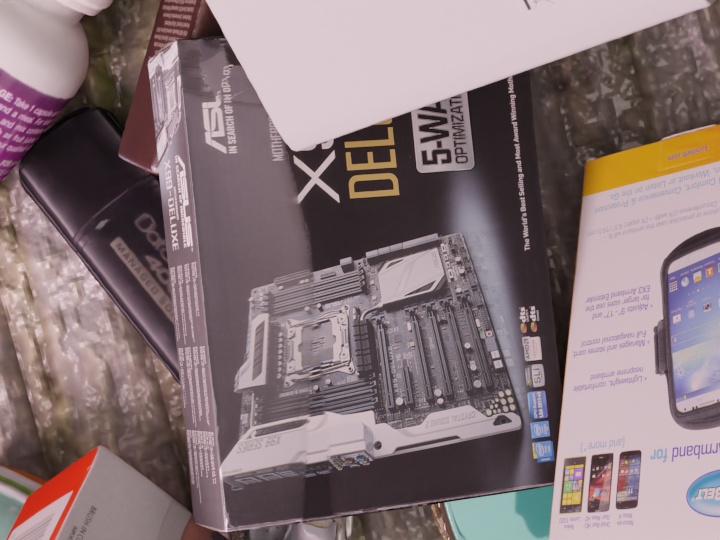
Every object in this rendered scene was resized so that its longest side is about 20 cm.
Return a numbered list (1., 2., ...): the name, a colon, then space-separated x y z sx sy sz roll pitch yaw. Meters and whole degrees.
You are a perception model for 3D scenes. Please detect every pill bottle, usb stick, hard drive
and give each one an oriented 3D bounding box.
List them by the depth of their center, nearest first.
1. hard drive: 0.017 -0.126 0.620 0.200 0.026 0.132 -15 110 45
2. pill bottle: -0.193 -0.088 0.785 0.112 0.112 0.200 43 102 -1
3. usb stick: -0.086 0.006 0.807 0.055 0.033 0.200 -39 72 -6

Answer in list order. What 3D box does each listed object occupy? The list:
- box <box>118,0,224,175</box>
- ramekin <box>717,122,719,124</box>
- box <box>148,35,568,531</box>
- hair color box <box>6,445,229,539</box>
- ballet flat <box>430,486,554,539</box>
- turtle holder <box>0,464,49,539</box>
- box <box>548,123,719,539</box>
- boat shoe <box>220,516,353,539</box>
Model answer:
1. box: -0.030 -0.130 0.793 0.100 0.075 0.200 16 92 -24
2. ramekin: 0.228 0.015 0.795 0.202 0.094 0.203 0 94 2
3. box: 0.000 0.000 0.741 0.157 0.050 0.201 -4 88 -22
4. hair color box: -0.065 0.179 0.729 0.200 0.111 0.064 40 131 -19
5. ballet flat: 0.051 0.071 0.819 0.070 0.065 0.200 -22 94 -2
6. turtle holder: -0.190 0.167 0.795 0.185 0.141 0.132 -27 93 4
7. box: 0.138 0.040 0.712 0.041 0.119 0.200 20 69 -37
8. boat shoe: -0.034 0.105 0.821 0.071 0.069 0.201 -6 93 2
